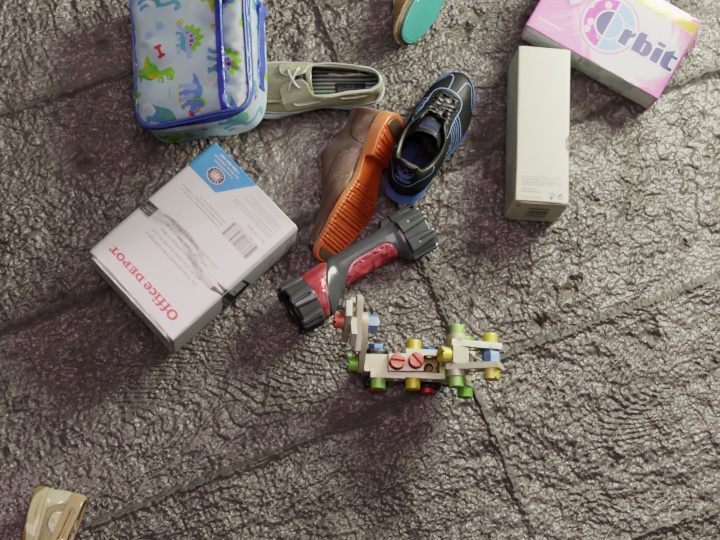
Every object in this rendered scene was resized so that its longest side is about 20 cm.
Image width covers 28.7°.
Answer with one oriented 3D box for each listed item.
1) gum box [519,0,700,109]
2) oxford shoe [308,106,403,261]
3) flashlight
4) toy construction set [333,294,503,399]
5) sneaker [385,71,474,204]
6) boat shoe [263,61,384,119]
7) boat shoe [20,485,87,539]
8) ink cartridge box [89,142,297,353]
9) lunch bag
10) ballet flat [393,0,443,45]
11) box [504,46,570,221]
[{"bbox_3d":[0.315,-0.299,1.762,0.199,0.066,0.114,30,85,2],"label":"gum box"},{"bbox_3d":[-0.020,-0.105,1.703,0.073,0.071,0.201,20,77,30],"label":"oxford shoe"},{"bbox_3d":[0.000,0.000,1.671,0.199,0.068,0.068,-29,42,-15],"label":"flashlight"},{"bbox_3d":[0.059,0.097,1.615,0.199,0.131,0.093,17,75,-1],"label":"toy construction set"},{"bbox_3d":[0.091,-0.173,1.700,0.070,0.078,0.201,25,63,3],"label":"sneaker"},{"bbox_3d":[-0.068,-0.229,1.720,0.199,0.062,0.072,-4,76,-5],"label":"boat shoe"},{"bbox_3d":[-0.347,0.339,1.549,0.064,0.071,0.201,10,74,-2],"label":"boat shoe"},{"bbox_3d":[-0.195,-0.025,1.647,0.200,0.084,0.145,-42,83,-14],"label":"ink cartridge box"},{"bbox_3d":[-0.191,-0.261,1.686,0.160,0.082,0.201,-6,76,13],"label":"lunch bag"},{"bbox_3d":[0.084,-0.369,1.778,0.065,0.071,0.200,26,70,30],"label":"ballet flat"},{"bbox_3d":[0.216,-0.166,1.722,0.068,0.082,0.201,4,77,-3],"label":"box"}]
